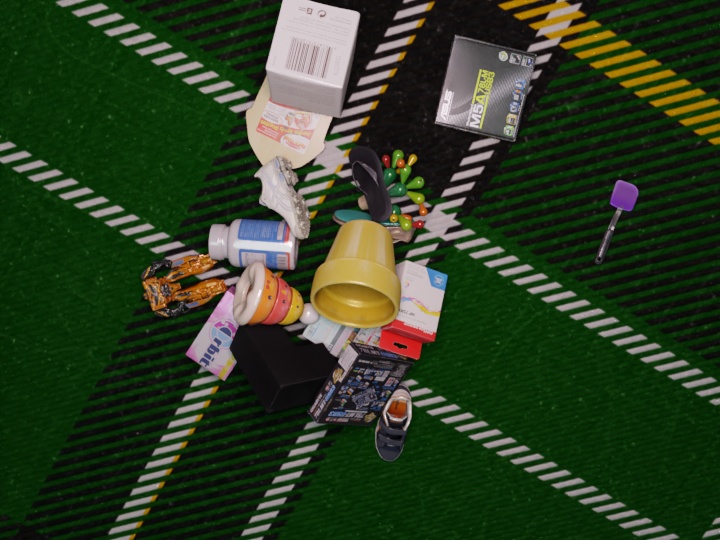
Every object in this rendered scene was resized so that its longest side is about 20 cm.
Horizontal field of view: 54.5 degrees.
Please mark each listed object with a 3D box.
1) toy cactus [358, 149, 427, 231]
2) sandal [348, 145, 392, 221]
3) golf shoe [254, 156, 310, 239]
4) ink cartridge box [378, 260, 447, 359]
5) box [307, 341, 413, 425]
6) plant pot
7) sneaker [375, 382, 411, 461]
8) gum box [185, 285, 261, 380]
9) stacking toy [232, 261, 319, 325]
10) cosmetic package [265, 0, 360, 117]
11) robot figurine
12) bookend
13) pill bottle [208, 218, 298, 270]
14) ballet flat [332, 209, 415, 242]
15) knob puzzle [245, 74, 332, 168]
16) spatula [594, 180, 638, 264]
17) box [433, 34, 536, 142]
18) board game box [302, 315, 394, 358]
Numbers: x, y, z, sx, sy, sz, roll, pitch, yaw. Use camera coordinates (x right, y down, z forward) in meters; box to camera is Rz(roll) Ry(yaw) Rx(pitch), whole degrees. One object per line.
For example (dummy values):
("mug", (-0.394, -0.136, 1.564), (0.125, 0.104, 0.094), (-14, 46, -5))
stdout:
("toy cactus", (0.068, -0.176, 1.599), (0.163, 0.102, 0.203), (-17, 79, 26))
("sandal", (0.018, -0.204, 1.575), (0.076, 0.043, 0.202), (-45, 56, 37))
("golf shoe", (-0.178, -0.154, 1.585), (0.096, 0.078, 0.202), (-23, 75, 15))
("ink cartridge box", (0.121, 0.093, 1.614), (0.115, 0.067, 0.202), (18, 75, -19))
("box", (0.002, 0.268, 1.618), (0.199, 0.050, 0.200), (15, 113, -46))
("plant pot", (0.000, 0.000, 1.563), (0.198, 0.202, 0.191), (11, 58, -1))
("sneaker", (0.079, 0.381, 1.709), (0.077, 0.079, 0.203), (7, 101, -2))
("gum box", (-0.315, 0.146, 1.680), (0.113, 0.066, 0.201), (34, 98, -4))
("stacking toy", (-0.180, 0.074, 1.591), (0.198, 0.146, 0.148), (19, 100, -27))
("cosmetic package", (-0.100, -0.450, 1.492), (0.163, 0.200, 0.167), (13, 84, -3))
("robot figurine", (-0.429, 0.032, 1.667), (0.198, 0.058, 0.147), (-19, 98, 3))
("bookend", (-0.167, 0.207, 1.616), (0.200, 0.197, 0.093), (51, 128, 31))
("pill bottle", (-0.246, -0.062, 1.622), (0.197, 0.112, 0.114), (4, 100, 0))
("ballet flat", (0.030, -0.095, 1.638), (0.197, 0.068, 0.068), (7, 124, 1))
("knob puzzle", (-0.173, -0.323, 1.617), (0.216, 0.030, 0.223), (0, 100, 0))
("spatula", (0.595, -0.109, 1.645), (0.056, 0.021, 0.202), (20, 102, 10))
("box", (0.281, -0.411, 1.587), (0.191, 0.048, 0.203), (13, 99, -4))
("board game box", (-0.017, 0.140, 1.677), (0.199, 0.064, 0.148), (33, 100, -3))
